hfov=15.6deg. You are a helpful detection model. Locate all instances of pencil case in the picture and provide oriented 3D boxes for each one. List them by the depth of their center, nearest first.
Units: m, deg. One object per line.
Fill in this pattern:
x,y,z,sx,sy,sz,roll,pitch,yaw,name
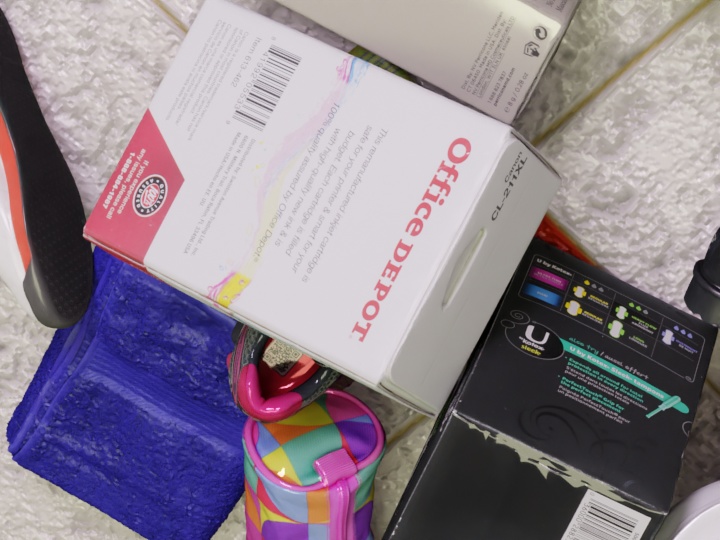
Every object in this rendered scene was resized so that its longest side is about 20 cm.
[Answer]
-0.026,0.159,1.526,0.088,0.089,0.200,10,135,12,pencil case

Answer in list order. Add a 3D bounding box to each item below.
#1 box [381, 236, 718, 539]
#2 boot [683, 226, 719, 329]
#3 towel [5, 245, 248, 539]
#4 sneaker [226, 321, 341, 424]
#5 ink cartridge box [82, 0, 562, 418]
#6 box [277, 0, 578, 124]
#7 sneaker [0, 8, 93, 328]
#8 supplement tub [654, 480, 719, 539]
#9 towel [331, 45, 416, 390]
0.097,0.104,1.415,0.124,0.200,0.149,26,121,1,box
0.276,-0.024,1.374,0.198,0.073,0.163,22,115,3,boot
-0.119,0.074,1.538,0.147,0.050,0.200,33,129,2,towel
0.000,0.000,1.420,0.080,0.075,0.200,31,100,-6,sneaker
-0.020,-0.033,1.354,0.200,0.083,0.146,27,86,29,ink cartridge box
0.013,-0.162,1.364,0.200,0.082,0.068,28,121,0,box
-0.228,-0.052,1.493,0.108,0.067,0.202,-19,91,26,sneaker
0.212,0.182,1.401,0.145,0.200,0.146,-1,83,5,supplement tub
-0.012,-0.026,1.485,0.144,0.023,0.200,44,120,-7,towel
